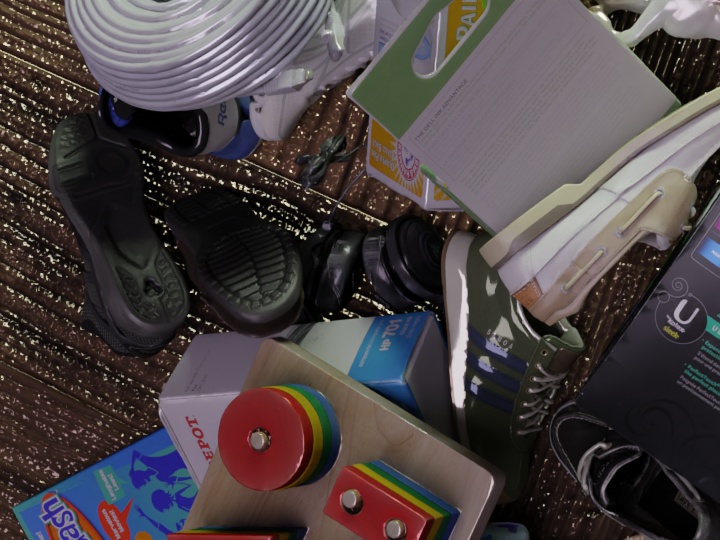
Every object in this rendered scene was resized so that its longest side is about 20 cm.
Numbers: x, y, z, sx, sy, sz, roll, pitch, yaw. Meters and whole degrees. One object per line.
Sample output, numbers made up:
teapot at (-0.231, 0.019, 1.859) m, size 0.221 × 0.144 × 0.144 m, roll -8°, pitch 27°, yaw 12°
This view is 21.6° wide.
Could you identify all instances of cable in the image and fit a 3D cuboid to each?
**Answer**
cable at (-0.111, -0.200, 1.283) m, size 0.200 × 0.069 × 0.200 m, roll -15°, pitch 57°, yaw 20°

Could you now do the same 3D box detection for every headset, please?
headset at (0.000, 0.000, 1.355) m, size 0.123 × 0.094 × 0.200 m, roll -2°, pitch 114°, yaw 24°

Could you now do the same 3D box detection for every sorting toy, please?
sorting toy at (-0.036, 0.177, 1.257) m, size 0.199 × 0.070 × 0.200 m, roll 30°, pitch 105°, yaw 26°

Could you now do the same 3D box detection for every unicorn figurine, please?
unicorn figurine at (0.207, -0.191, 1.223) m, size 0.137 × 0.074 × 0.200 m, roll -2°, pitch 105°, yaw 29°

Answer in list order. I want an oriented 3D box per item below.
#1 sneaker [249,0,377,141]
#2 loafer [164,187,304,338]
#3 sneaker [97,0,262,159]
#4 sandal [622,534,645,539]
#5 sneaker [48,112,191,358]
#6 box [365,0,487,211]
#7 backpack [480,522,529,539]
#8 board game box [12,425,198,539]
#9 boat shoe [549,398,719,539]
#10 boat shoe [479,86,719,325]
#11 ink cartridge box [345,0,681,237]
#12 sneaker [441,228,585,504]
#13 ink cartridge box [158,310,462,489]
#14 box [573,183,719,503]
sneaker at (-0.013, -0.167, 1.333) m, size 0.081 × 0.075 × 0.200 m, roll 34°, pitch 115°, yaw 3°
loafer at (-0.084, 0.003, 1.367) m, size 0.073 × 0.200 × 0.071 m, roll -21°, pitch 118°, yaw -9°
sneaker at (-0.155, -0.160, 1.371) m, size 0.081 × 0.115 × 0.199 m, roll -38°, pitch 86°, yaw 26°
sandal at (0.210, 0.198, 1.340) m, size 0.070 × 0.078 × 0.212 m, roll 25°, pitch 109°, yaw 50°
sneaker at (-0.193, -0.019, 1.444) m, size 0.200 × 0.076 × 0.114 m, roll 63°, pitch 152°, yaw 20°
box at (0.074, -0.148, 1.253) m, size 0.101 × 0.112 × 0.200 m, roll -3°, pitch 108°, yaw -21°
backpack at (0.053, 0.275, 1.350) m, size 0.200 × 0.178 × 0.151 m, roll -11°, pitch 118°, yaw 30°
board game box at (-0.165, 0.213, 1.512) m, size 0.200 × 0.045 × 0.152 m, roll -29°, pitch 90°, yaw 28°
boat shoe at (0.184, 0.134, 1.275) m, size 0.200 × 0.064 × 0.071 m, roll 30°, pitch 105°, yaw 53°
boat shoe at (0.173, -0.044, 1.166) m, size 0.200 × 0.075 × 0.068 m, roll -36°, pitch 86°, yaw 0°
ink cartridge box at (0.092, -0.110, 1.178) m, size 0.200 × 0.048 × 0.146 m, roll 40°, pitch 90°, yaw -31°
sneaker at (0.115, 0.067, 1.331) m, size 0.090 × 0.067 × 0.200 m, roll -4°, pitch 96°, yaw 28°
ink cartridge box at (-0.024, 0.116, 1.374) m, size 0.200 × 0.086 × 0.147 m, roll -5°, pitch 126°, yaw 27°
box at (0.252, 0.021, 1.212) m, size 0.124 × 0.149 × 0.200 m, roll 34°, pitch 114°, yaw 7°
